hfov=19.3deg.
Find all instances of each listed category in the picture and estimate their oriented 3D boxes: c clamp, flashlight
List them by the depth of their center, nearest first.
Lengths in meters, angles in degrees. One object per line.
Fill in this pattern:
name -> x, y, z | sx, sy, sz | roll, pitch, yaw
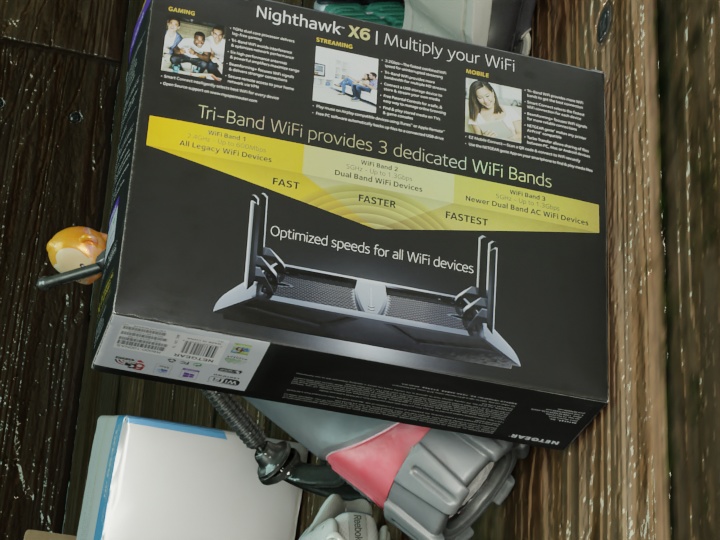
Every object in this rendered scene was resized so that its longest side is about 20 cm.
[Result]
flashlight -> -0.021, 0.040, 0.935 | 0.068, 0.200, 0.068 | -33, -27, -40
c clamp -> -0.071, 0.057, 1.167 | 0.027, 0.200, 0.171 | -49, 17, -32

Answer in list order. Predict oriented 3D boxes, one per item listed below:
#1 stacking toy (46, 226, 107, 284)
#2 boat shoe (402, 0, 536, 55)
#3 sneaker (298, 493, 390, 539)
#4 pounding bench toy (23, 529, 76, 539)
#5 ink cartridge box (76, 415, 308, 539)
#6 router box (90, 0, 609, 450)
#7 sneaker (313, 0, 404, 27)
stacking toy -> -0.082, 0.006, 1.219 | 0.116, 0.199, 0.110 | 119, 158, -56
boat shoe -> 0.051, -0.115, 1.030 | 0.074, 0.060, 0.200 | 42, 154, 26
sneaker -> -0.013, 0.171, 1.082 | 0.200, 0.074, 0.087 | -133, 59, -75
pounding bench toy -> -0.287, 0.385, 2.069 | 0.156, 0.124, 0.200 | 115, 161, -51
ink cartridge box -> -0.124, 0.169, 1.462 | 0.200, 0.128, 0.126 | 168, 112, -77
router box -> 0.000, -0.023, 0.856 | 0.052, 0.199, 0.158 | 121, 157, -58
sneaker -> 0.007, -0.111, 1.258 | 0.200, 0.074, 0.088 | -87, -3, -73
